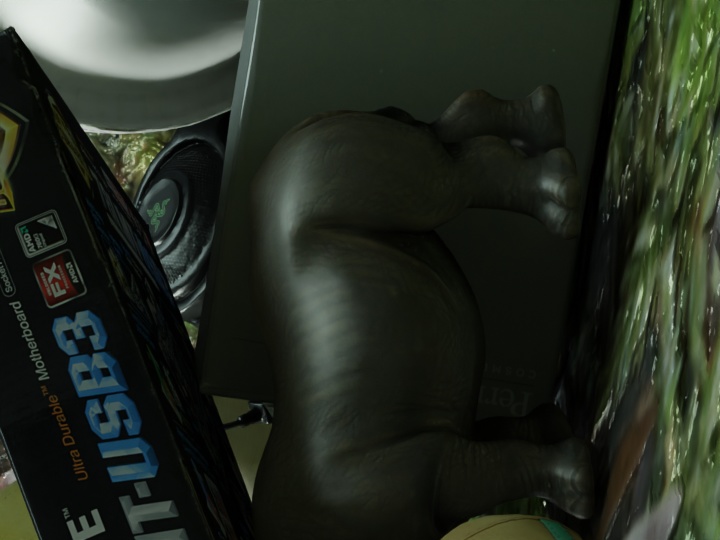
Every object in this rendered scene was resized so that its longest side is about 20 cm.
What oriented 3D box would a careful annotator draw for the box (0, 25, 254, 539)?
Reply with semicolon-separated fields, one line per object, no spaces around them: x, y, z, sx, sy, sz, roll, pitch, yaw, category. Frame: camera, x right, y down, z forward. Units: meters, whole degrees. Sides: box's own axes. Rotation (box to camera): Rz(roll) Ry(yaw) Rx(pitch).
-0.063;0.055;0.837;0.200;0.050;0.199;70;177;-75;box

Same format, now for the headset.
-0.023;0.010;1.019;0.094;0.124;0.200;3;54;54;headset

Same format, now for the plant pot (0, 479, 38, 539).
-0.085;0.191;1.288;0.142;0.199;0.201;19;101;60;plant pot

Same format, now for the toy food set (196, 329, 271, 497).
-0.042;0.026;1.209;0.143;0.060;0.201;43;-136;-48;toy food set

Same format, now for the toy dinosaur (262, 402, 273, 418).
0.000;0.000;0.961;0.077;0.102;0.201;-97;18;-74;toy dinosaur

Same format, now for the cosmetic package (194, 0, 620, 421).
0.016;-0.057;0.860;0.090;0.106;0.201;-138;55;-85;cosmetic package

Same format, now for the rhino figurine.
0.015;0.049;0.772;0.060;0.087;0.201;106;162;-82;rhino figurine

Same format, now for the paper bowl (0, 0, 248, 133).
-0.076;-0.145;0.958;0.104;0.200;0.202;7;88;54;paper bowl

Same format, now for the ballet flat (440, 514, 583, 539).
0.022;0.155;0.663;0.063;0.068;0.201;-169;87;-71;ballet flat
